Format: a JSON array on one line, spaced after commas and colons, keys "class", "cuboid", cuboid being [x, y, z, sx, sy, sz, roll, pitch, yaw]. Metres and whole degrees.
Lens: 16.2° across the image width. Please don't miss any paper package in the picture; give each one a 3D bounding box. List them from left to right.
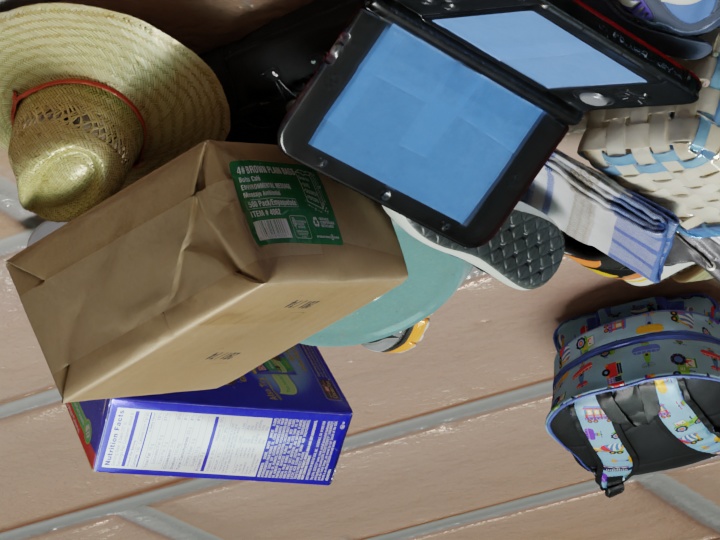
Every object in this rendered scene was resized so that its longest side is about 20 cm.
[{"class": "paper package", "cuboid": [-0.096, 0.000, 1.652, 0.190, 0.104, 0.200, -30, 166, 27]}]

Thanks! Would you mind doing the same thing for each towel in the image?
[{"class": "towel", "cuboid": [0.124, -0.058, 1.743, 0.200, 0.024, 0.147, 30, 168, 9]}]

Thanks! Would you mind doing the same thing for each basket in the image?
[{"class": "basket", "cuboid": [0.263, -0.086, 1.694, 0.200, 0.139, 0.176, 29, 163, -33]}]

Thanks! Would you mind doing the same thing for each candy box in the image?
[{"class": "candy box", "cuboid": [-0.128, 0.092, 1.990, 0.199, 0.169, 0.077, 6, 116, -22]}]

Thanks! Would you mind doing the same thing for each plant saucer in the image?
[{"class": "plant saucer", "cuboid": [0.000, 0.000, 1.822, 0.199, 0.036, 0.200, -11, 146, -8]}]

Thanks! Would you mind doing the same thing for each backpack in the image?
[{"class": "backpack", "cuboid": [0.240, 0.092, 2.121, 0.182, 0.135, 0.200, -14, 155, 19]}]

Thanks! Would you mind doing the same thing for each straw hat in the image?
[{"class": "straw hat", "cuboid": [-0.185, -0.078, 1.625, 0.200, 0.085, 0.201, 10, 146, 7]}]

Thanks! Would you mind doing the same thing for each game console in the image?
[{"class": "game console", "cuboid": [0.082, -0.098, 1.570, 0.200, 0.119, 0.172, 25, 164, -40]}]

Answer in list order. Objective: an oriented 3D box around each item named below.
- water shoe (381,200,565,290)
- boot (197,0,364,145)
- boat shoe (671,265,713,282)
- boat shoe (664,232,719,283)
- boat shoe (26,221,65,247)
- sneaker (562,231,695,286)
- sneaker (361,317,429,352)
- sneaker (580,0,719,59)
[{"class": "water shoe", "cuboid": [0.055, -0.047, 1.723, 0.200, 0.072, 0.079, 38, 173, -40]}, {"class": "boot", "cuboid": [-0.015, -0.123, 1.678, 0.200, 0.066, 0.165, -22, 153, 23]}, {"class": "boat shoe", "cuboid": [0.305, -0.042, 1.929, 0.063, 0.074, 0.200, -1, 167, -26]}, {"class": "boat shoe", "cuboid": [0.241, -0.027, 1.827, 0.200, 0.070, 0.066, 34, 113, -6]}, {"class": "boat shoe", "cuboid": [-0.147, -0.023, 1.866, 0.199, 0.069, 0.057, -7, 165, 17]}, {"class": "sneaker", "cuboid": [0.228, -0.045, 1.891, 0.090, 0.070, 0.200, 10, 152, -32]}, {"class": "sneaker", "cuboid": [0.022, -0.005, 1.935, 0.077, 0.078, 0.200, 2, 145, -17]}, {"class": "sneaker", "cuboid": [0.160, -0.187, 1.541, 0.146, 0.081, 0.200, -22, 157, 23]}]
